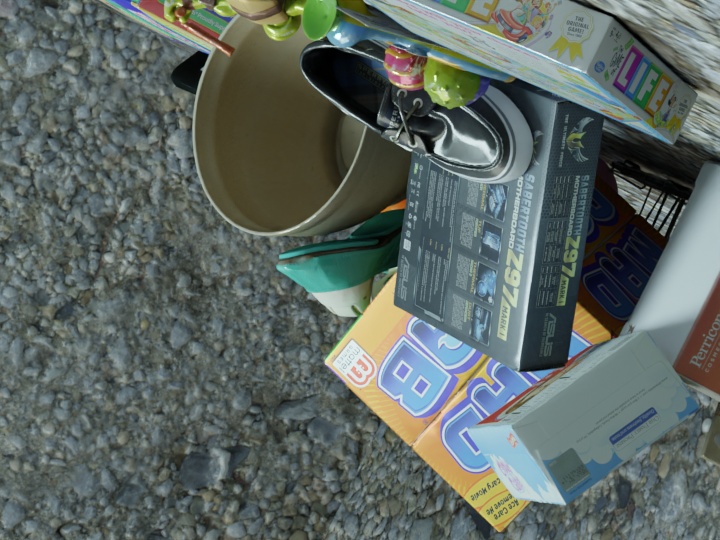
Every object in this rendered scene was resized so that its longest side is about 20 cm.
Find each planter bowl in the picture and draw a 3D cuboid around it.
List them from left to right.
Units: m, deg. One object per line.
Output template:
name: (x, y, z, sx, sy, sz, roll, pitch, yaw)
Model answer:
planter bowl: (-0.022, -0.118, 1.729, 0.134, 0.201, 0.200, 11, -168, -47)

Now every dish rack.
dish rack: (0.298, -0.029, 1.781, 0.200, 0.055, 0.153, 27, 180, -26)

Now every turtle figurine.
turtle figurine: (-0.071, -0.207, 1.590, 0.199, 0.065, 0.161, 13, 171, 23)

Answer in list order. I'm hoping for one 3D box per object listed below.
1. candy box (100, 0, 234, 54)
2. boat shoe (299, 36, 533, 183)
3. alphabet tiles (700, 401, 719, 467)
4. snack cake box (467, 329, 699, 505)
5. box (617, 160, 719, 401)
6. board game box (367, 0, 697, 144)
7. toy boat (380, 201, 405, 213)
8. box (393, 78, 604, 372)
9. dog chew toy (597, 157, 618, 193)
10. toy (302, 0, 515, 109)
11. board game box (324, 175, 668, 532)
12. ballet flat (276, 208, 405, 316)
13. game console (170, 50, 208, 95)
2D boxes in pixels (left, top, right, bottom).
candy box: (-0.168, -0.253, 1.924, 0.169, 0.077, 0.200, 27, 179, -38)
boat shoe: (0.033, -0.117, 1.501, 0.066, 0.070, 0.200, -12, -141, -43)
alphabet tiles: (0.354, 0.080, 1.593, 0.167, 0.201, 0.008, 26, 165, -16)
snack cake box: (0.152, 0.105, 1.495, 0.067, 0.115, 0.200, 54, 173, 1)
box: (0.310, 0.036, 1.500, 0.199, 0.153, 0.106, 26, -179, -17)
board game box: (0.082, -0.141, 1.222, 0.200, 0.034, 0.134, 27, -179, 32)
toy boat: (0.054, -0.098, 2.050, 0.130, 0.131, 0.200, 8, -169, -20)
box: (0.097, -0.045, 1.536, 0.051, 0.201, 0.158, -5, -160, -34)
dog chew toy: (0.169, -0.064, 1.889, 0.124, 0.125, 0.200, 26, 172, -12)
toy: (0.043, -0.139, 1.414, 0.200, 0.047, 0.115, 17, -169, -39)
board game box: (0.135, 0.046, 1.730, 0.200, 0.200, 0.200, 43, -150, 7)
ballet flat: (0.000, 0.000, 1.730, 0.067, 0.071, 0.200, -5, -171, 29)
game console: (-0.066, -0.186, 2.079, 0.117, 0.176, 0.200, 57, 168, -21)
